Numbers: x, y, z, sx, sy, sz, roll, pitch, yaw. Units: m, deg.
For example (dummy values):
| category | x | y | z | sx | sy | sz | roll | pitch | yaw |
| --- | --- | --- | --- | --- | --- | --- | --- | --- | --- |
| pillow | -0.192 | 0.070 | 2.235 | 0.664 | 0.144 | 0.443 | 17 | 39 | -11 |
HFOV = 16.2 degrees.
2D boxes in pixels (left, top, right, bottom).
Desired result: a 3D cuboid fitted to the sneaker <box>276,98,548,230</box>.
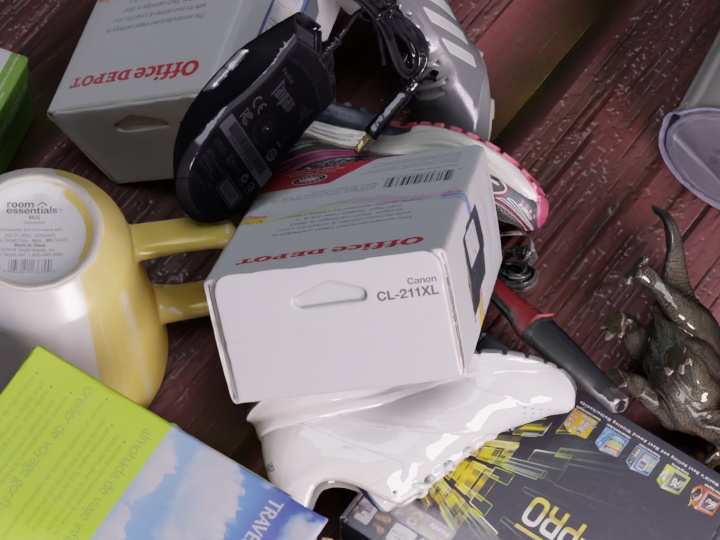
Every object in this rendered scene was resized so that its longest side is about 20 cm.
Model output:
| category | x | y | z | sx | sy | sz | roll | pitch | yaw |
| --- | --- | --- | --- | --- | --- | --- | --- | --- | --- |
| sneaker | 0.026 | -0.055 | 1.650 | 0.199 | 0.081 | 0.075 | 13 | 75 | 14 |

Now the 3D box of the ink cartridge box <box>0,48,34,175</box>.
| category | x | y | z | sx | sy | sz | roll | pitch | yaw |
| --- | --- | --- | --- | --- | --- | --- | --- | --- | --- |
| ink cartridge box | -0.335 | -0.096 | 1.655 | 0.199 | 0.076 | 0.148 | 20 | 62 | 8 |

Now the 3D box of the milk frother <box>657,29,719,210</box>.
| category | x | y | z | sx | sy | sz | roll | pitch | yaw |
| --- | --- | --- | --- | --- | --- | --- | --- | --- | --- |
| milk frother | 0.318 | -0.143 | 1.634 | 0.180 | 0.200 | 0.189 | 26 | 63 | 8 |

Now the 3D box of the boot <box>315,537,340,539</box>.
| category | x | y | z | sx | sy | sz | roll | pitch | yaw |
| --- | --- | --- | --- | --- | --- | --- | --- | --- | --- |
| boot | -0.059 | 0.215 | 1.497 | 0.199 | 0.075 | 0.108 | -3 | 63 | 6 |

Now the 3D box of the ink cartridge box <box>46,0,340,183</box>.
| category | x | y | z | sx | sy | sz | roll | pitch | yaw |
| --- | --- | --- | --- | --- | --- | --- | --- | --- | --- |
| ink cartridge box | -0.100 | -0.163 | 1.661 | 0.145 | 0.088 | 0.201 | -5 | 51 | 37 |

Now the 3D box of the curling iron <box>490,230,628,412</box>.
| category | x | y | z | sx | sy | sz | roll | pitch | yaw |
| --- | --- | --- | --- | --- | --- | --- | --- | --- | --- |
| curling iron | 0.117 | 0.030 | 1.579 | 0.049 | 0.026 | 0.200 | -26 | 35 | -7 |

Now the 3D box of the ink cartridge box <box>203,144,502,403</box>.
| category | x | y | z | sx | sy | sz | roll | pitch | yaw |
| --- | --- | --- | --- | --- | --- | --- | --- | --- | --- |
| ink cartridge box | 0.000 | 0.000 | 1.529 | 0.145 | 0.083 | 0.200 | -7 | 19 | 12 |

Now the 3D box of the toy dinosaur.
| category | x | y | z | sx | sy | sz | roll | pitch | yaw |
| --- | --- | --- | --- | --- | --- | --- | --- | --- | --- |
| toy dinosaur | 0.200 | 0.053 | 1.593 | 0.077 | 0.102 | 0.201 | -34 | 47 | 20 |

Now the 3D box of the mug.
| category | x | y | z | sx | sy | sz | roll | pitch | yaw |
| --- | --- | --- | --- | --- | --- | --- | --- | --- | --- |
| mug | -0.183 | 0.003 | 1.561 | 0.149 | 0.153 | 0.186 | 40 | 66 | 20 |

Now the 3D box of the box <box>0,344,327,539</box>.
| category | x | y | z | sx | sy | sz | roll | pitch | yaw |
| --- | --- | --- | --- | --- | --- | --- | --- | --- | --- |
| box | -0.133 | 0.142 | 1.422 | 0.199 | 0.048 | 0.122 | 29 | 63 | 11 |

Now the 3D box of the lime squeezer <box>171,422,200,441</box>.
| category | x | y | z | sx | sy | sz | roll | pitch | yaw |
| --- | --- | --- | --- | --- | --- | --- | --- | --- | --- |
| lime squeezer | -0.121 | 0.123 | 1.552 | 0.199 | 0.038 | 0.071 | 14 | 34 | -2 |

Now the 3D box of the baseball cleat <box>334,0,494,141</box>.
| category | x | y | z | sx | sy | sz | roll | pitch | yaw |
| --- | --- | --- | --- | --- | --- | --- | --- | --- | --- |
| baseball cleat | 0.023 | -0.162 | 1.661 | 0.106 | 0.070 | 0.201 | -21 | 94 | -47 |

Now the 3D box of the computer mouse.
| category | x | y | z | sx | sy | sz | roll | pitch | yaw |
| --- | --- | --- | --- | --- | --- | --- | --- | --- | --- |
| computer mouse | -0.042 | -0.103 | 1.567 | 0.046 | 0.140 | 0.200 | 29 | 78 | 38 |

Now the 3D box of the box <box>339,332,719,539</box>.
| category | x | y | z | sx | sy | sz | roll | pitch | yaw |
| --- | --- | --- | --- | --- | --- | --- | --- | --- | --- |
| box | 0.112 | 0.152 | 1.546 | 0.200 | 0.049 | 0.161 | 32 | 67 | 17 |

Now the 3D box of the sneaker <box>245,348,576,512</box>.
| category | x | y | z | sx | sy | sz | roll | pitch | yaw |
| --- | --- | --- | --- | --- | --- | --- | --- | --- | --- |
| sneaker | 0.034 | 0.099 | 1.522 | 0.199 | 0.075 | 0.088 | -11 | 75 | -1 |
